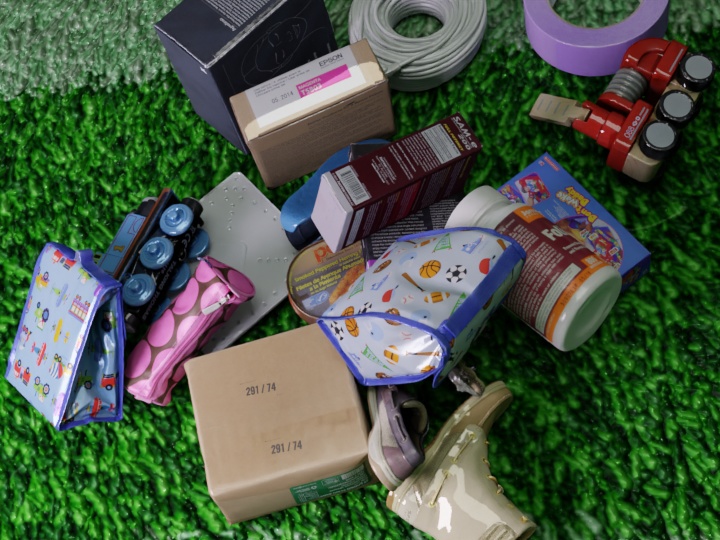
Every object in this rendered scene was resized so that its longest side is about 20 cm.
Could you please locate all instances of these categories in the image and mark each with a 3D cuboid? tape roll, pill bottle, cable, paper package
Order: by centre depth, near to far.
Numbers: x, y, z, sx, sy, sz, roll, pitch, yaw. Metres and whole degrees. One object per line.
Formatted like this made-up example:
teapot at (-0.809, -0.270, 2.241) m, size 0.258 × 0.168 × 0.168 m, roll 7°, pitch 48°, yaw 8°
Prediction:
pill bottle at (0.199, -0.007, 1.498) m, size 0.114 × 0.114 × 0.200 m, roll -44°, pitch 62°, yaw -14°
paper package at (-0.093, 0.180, 1.512) m, size 0.198 × 0.104 × 0.192 m, roll -16°, pitch 61°, yaw 1°
tape roll at (0.325, -0.368, 1.749) m, size 0.198 × 0.066 × 0.202 m, roll -5°, pitch 62°, yaw 9°
cable at (0.081, -0.347, 1.784) m, size 0.198 × 0.069 × 0.202 m, roll -12°, pitch 60°, yaw 4°

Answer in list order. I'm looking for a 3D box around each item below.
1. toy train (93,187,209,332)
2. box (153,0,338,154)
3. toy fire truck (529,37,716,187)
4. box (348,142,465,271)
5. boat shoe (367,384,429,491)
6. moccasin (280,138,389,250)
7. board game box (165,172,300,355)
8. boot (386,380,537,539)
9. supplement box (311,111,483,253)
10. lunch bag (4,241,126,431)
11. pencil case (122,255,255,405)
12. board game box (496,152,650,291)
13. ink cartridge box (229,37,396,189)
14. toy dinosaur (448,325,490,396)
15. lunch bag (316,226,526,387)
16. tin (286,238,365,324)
toy train at (-0.278, -0.014, 1.636) m, size 0.113 × 0.087 × 0.201 m, roll 14°, pitch 65°, yaw 25°
box at (-0.146, -0.304, 1.728) m, size 0.124 × 0.201 × 0.197 m, roll 38°, pitch 74°, yaw 28°
toy fire truck at (0.333, -0.222, 1.651) m, size 0.199 × 0.129 × 0.177 m, roll 29°, pitch 70°, yaw 13°
box at (0.066, -0.071, 1.605) m, size 0.141 × 0.036 × 0.202 m, roll -3°, pitch 67°, yaw -12°
boat shoe at (0.048, 0.174, 1.465) m, size 0.064 × 0.072 × 0.201 m, roll -28°, pitch 22°, yaw 16°
moccasin at (-0.031, -0.102, 1.670) m, size 0.199 × 0.069 × 0.080 m, roll -36°, pitch 49°, yaw -24°
board game box at (-0.177, -0.007, 1.673) m, size 0.200 × 0.026 × 0.200 m, roll -40°, pitch 62°, yaw -11°
boot at (0.147, 0.239, 1.451) m, size 0.155 × 0.073 × 0.200 m, roll 37°, pitch 71°, yaw 24°
supplement box at (0.043, -0.107, 1.538) m, size 0.199 × 0.109 × 0.061 m, roll -26°, pitch 71°, yaw -21°
lunch bag at (-0.353, 0.068, 1.544) m, size 0.093 × 0.202 × 0.150 m, roll -6°, pitch 25°, yaw -41°
pencil case at (-0.217, 0.078, 1.562) m, size 0.201 × 0.090 × 0.094 m, roll -53°, pitch 31°, yaw 10°
board game box at (0.248, -0.038, 1.596) m, size 0.134 × 0.045 × 0.200 m, roll -36°, pitch 61°, yaw -9°
ink cartridge box at (-0.059, -0.203, 1.673) m, size 0.198 × 0.165 × 0.076 m, roll -23°, pitch 70°, yaw -3°
toy dinosaur at (0.102, 0.087, 1.532) m, size 0.088 × 0.048 × 0.200 m, roll -27°, pitch 30°, yaw -22°
lunch bag at (0.079, 0.040, 1.426) m, size 0.170 × 0.124 × 0.199 m, roll -48°, pitch 19°, yaw -31°
tin at (0.000, 0.000, 1.612) m, size 0.198 × 0.042 × 0.113 m, roll -24°, pitch 71°, yaw -12°
